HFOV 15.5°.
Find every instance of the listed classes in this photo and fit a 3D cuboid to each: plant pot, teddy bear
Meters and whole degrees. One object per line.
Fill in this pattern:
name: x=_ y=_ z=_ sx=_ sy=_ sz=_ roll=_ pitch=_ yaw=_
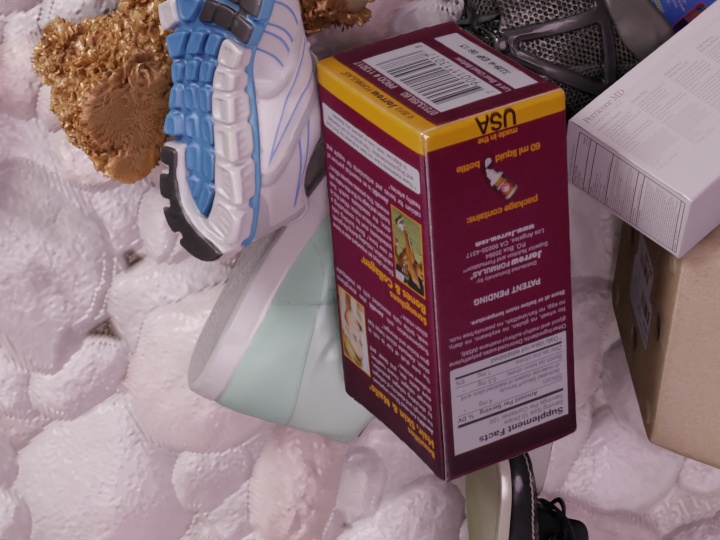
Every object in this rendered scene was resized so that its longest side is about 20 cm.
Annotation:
plant pot: x=0.241 y=0.003 z=1.455 sx=0.176 sy=0.200 sz=0.201 roll=0 pitch=128 yaw=-7
teddy bear: x=-0.081 y=-0.132 z=1.396 sx=0.145 sy=0.067 sz=0.200 roll=41 pitch=85 yaw=-34

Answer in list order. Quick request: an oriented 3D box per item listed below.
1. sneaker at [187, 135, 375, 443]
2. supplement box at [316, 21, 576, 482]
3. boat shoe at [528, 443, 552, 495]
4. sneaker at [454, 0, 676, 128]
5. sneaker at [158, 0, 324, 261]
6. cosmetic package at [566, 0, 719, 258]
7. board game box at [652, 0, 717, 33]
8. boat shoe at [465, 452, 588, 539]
sneaker: x=0.000 y=0.000 z=1.450 sx=0.118 sy=0.074 sz=0.201 roll=24 pitch=108 yaw=-17
supplement box: x=0.046 y=-0.010 z=1.355 sx=0.085 sy=0.110 sz=0.201 roll=-18 pitch=121 yaw=-23
boat shoe: x=0.079 y=0.033 z=1.500 sx=0.071 sy=0.070 sz=0.202 roll=2 pitch=113 yaw=6
sneaker: x=0.071 y=-0.143 z=1.380 sx=0.114 sy=0.076 sz=0.199 roll=-47 pitch=120 yaw=-6
sneaker: x=-0.052 y=-0.109 z=1.349 sx=0.086 sy=0.075 sz=0.201 roll=-15 pitch=119 yaw=-43
cosmetic package: x=0.201 y=-0.094 z=1.396 sx=0.200 sy=0.082 sz=0.051 roll=-38 pitch=153 yaw=-30
board game box: x=0.136 y=-0.180 z=1.456 sx=0.134 sy=0.045 sz=0.200 roll=-32 pitch=114 yaw=-6
boat shoe: x=0.097 y=0.161 z=1.503 sx=0.066 sy=0.075 sz=0.200 roll=-8 pitch=133 yaw=-7
